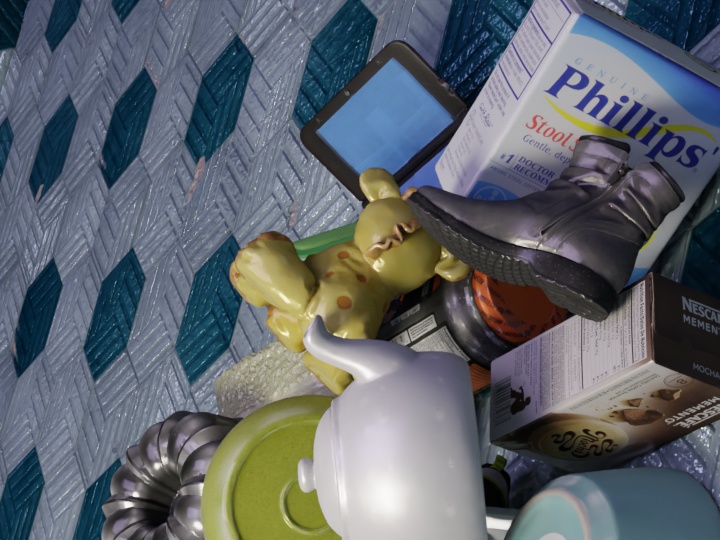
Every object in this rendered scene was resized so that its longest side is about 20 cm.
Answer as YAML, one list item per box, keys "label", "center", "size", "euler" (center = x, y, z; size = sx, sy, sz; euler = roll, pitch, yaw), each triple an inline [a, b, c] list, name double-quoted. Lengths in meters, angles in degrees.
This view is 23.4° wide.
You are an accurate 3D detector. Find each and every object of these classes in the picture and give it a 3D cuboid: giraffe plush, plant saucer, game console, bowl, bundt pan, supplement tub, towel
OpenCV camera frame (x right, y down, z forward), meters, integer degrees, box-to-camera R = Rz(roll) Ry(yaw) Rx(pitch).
- label: "giraffe plush"
  center: [0.000, 0.000, 1.532]
  size: [0.162, 0.173, 0.200]
  euler: [-43, 16, -14]
- label: "plant saucer"
  center: [-0.043, 0.207, 1.540]
  size: [0.031, 0.199, 0.201]
  euler: [99, -177, -75]
- label: "game console"
  center: [0.031, -0.107, 1.827]
  size: [0.200, 0.118, 0.173]
  euler: [-40, 39, 44]
- label: "bowl"
  center: [0.180, 0.237, 1.353]
  size: [0.201, 0.105, 0.202]
  euler: [-40, 39, 43]
- label: "bundt pan"
  center: [-0.171, 0.221, 1.629]
  size: [0.201, 0.076, 0.203]
  euler: [-27, 50, 36]
- label: "supplement tub"
  center: [0.092, 0.053, 1.608]
  size: [0.200, 0.122, 0.123]
  euler: [-33, 45, 47]
- label: "towel"
  center: [-0.065, 0.129, 1.656]
  size: [0.200, 0.036, 0.149]
  euler: [-30, 57, 36]

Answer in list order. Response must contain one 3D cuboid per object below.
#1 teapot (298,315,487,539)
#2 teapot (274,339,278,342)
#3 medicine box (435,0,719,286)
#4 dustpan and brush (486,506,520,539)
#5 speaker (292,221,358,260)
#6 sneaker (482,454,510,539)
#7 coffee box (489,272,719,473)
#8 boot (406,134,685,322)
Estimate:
- label: "teapot"
  center: [0.023, 0.165, 1.403]
  size: [0.198, 0.145, 0.201]
  euler: [82, -178, -55]
- label: "teapot"
  center: [-0.026, 0.107, 1.759]
  size: [0.198, 0.145, 0.200]
  euler: [-61, 30, 17]
- label: "medicine box"
  center: [0.193, -0.109, 1.458]
  size: [0.201, 0.181, 0.103]
  euler: [-59, 19, 20]
- label: "dustpan and brush"
  center: [0.096, 0.306, 1.487]
  size: [0.139, 0.057, 0.201]
  euler: [0, 105, 28]
- label: "speaker"
  center: [0.003, -0.008, 1.694]
  size: [0.088, 0.199, 0.089]
  euler: [162, 90, -84]
- label: "sneaker"
  center: [0.092, 0.255, 1.561]
  size: [0.201, 0.071, 0.083]
  euler: [-65, -12, 27]
- label: "coffee box"
  center: [0.208, 0.088, 1.392]
  size: [0.200, 0.113, 0.080]
  euler: [-34, 44, 47]
- label: "boot"
  center: [0.146, -0.053, 1.373]
  size: [0.199, 0.070, 0.132]
  euler: [27, 76, 25]
